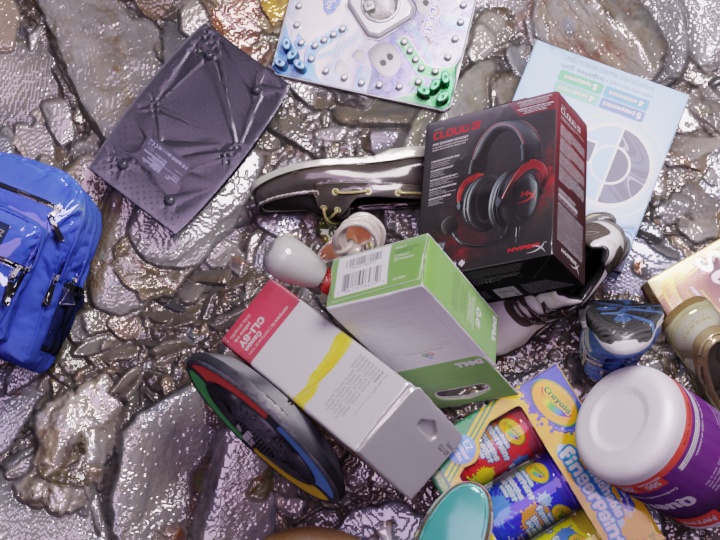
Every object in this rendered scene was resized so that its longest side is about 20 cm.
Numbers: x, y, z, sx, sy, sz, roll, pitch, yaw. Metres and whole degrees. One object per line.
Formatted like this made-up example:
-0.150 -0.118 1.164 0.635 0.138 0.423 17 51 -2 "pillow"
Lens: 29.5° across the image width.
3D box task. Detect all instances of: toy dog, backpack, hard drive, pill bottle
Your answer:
0.000 0.000 1.368 0.132 0.200 0.096 -30 38 19 "toy dog"
-0.353 -0.017 1.385 0.162 0.168 0.200 22 79 1 "backpack"
-0.178 -0.148 1.455 0.135 0.042 0.200 36 85 9 "hard drive"
0.299 0.173 1.285 0.112 0.200 0.113 -28 47 34 "pill bottle"

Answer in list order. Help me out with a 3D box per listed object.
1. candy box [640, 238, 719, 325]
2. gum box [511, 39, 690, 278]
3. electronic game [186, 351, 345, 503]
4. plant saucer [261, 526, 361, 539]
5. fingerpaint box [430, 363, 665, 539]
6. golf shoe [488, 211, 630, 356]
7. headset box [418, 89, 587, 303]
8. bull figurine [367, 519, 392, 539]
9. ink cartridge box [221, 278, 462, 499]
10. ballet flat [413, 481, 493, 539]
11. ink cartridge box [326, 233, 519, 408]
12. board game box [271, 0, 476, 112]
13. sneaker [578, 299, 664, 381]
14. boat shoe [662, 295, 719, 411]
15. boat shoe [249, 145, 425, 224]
0.399 0.014 1.377 0.200 0.055 0.116 -30 80 -1 "candy box"
0.225 -0.116 1.418 0.170 0.045 0.200 21 82 8 "gum box"
-0.092 0.152 1.318 0.200 0.200 0.042 41 72 10 "electronic game"
-0.053 0.340 1.297 0.200 0.035 0.201 -3 69 8 "plant saucer"
0.174 0.220 1.348 0.167 0.073 0.200 -30 80 -1 "fingerpaint box"
0.175 0.020 1.350 0.078 0.094 0.200 45 110 0 "golf shoe"
0.138 -0.076 1.327 0.148 0.075 0.201 -11 59 31 "headset box"
0.018 0.324 1.347 0.200 0.065 0.122 -28 72 -7 "bull figurine"
-0.017 0.114 1.310 0.200 0.145 0.083 35 82 36 "ink cartridge box"
0.075 0.297 1.284 0.069 0.071 0.200 13 69 16 "ballet flat"
0.064 0.054 1.297 0.104 0.200 0.059 -14 49 29 "ink cartridge box"
0.022 -0.288 1.473 0.199 0.026 0.201 13 81 7 "board game box"
0.249 0.069 1.310 0.075 0.200 0.077 -1 92 6 "sneaker"
0.356 0.101 1.302 0.073 0.201 0.063 -37 40 5 "boat shoe"
-0.013 -0.081 1.416 0.201 0.072 0.061 -10 75 0 "boat shoe"
